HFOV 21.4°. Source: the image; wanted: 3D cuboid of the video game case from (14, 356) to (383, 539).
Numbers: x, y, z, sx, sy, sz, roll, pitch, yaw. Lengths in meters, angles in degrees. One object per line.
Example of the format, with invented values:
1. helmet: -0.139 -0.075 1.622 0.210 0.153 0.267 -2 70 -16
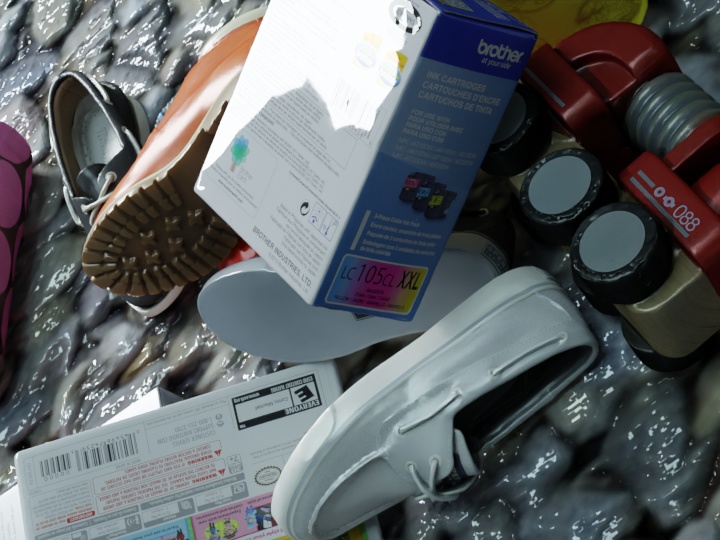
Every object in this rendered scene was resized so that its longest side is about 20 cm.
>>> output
1. video game case: -0.089 0.153 1.071 0.198 0.022 0.183 -17 53 0

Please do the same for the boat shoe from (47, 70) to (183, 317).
1. boat shoe: -0.166 -0.056 1.279 0.074 0.060 0.201 -35 50 21

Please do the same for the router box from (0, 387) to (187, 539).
1. router box: -0.154 0.200 1.143 0.179 0.049 0.201 -34 50 23

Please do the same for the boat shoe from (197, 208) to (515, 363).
1. boat shoe: 0.000 0.000 1.101 0.198 0.070 0.066 -13 29 30

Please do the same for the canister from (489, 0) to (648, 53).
1. canister: 0.086 -0.235 1.096 0.086 0.149 0.201 -24 51 9

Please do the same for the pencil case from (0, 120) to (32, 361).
1. pencil case: -0.288 -0.004 1.340 0.093 0.091 0.202 3 63 3

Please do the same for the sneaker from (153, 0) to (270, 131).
1. sneaker: -0.040 -0.125 1.212 0.200 0.076 0.077 -47 68 12

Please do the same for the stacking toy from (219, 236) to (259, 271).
1. stacking toy: -0.019 -0.066 1.150 0.201 0.085 0.085 -52 45 12

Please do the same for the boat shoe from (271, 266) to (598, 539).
1. boat shoe: 0.042 0.085 1.019 0.199 0.072 0.069 -37 52 -4

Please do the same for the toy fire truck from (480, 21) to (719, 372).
1. toy fire truck: 0.168 -0.081 0.977 0.200 0.129 0.176 -40 46 2

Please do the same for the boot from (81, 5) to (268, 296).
1. boot: -0.096 -0.072 1.152 0.200 0.075 0.108 -44 32 22

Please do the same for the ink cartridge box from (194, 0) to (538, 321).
1. ink cartridge box: 0.005 -0.095 1.002 0.136 0.076 0.202 42 117 44
